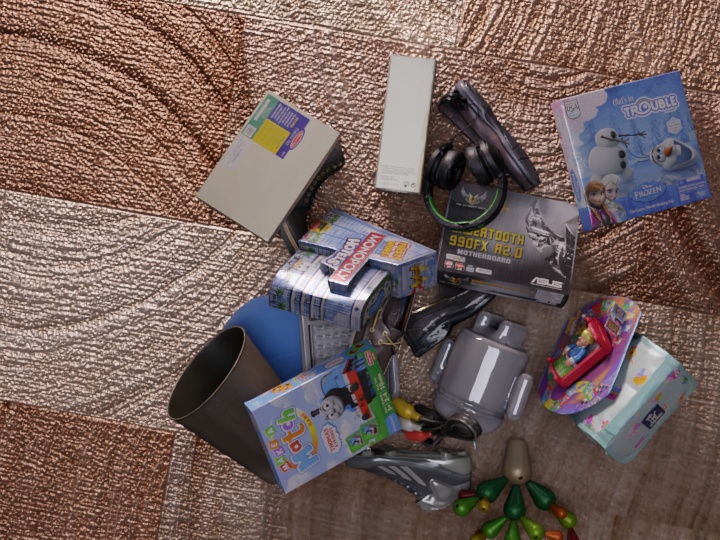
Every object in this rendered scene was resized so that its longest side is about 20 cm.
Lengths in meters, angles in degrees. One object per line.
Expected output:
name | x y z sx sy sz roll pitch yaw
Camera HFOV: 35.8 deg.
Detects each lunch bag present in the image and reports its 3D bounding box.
lunch bag | 0.392 0.184 1.627 0.122 0.200 0.170 42 93 1

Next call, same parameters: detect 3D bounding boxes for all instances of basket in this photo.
basket | -0.164 0.213 1.657 0.136 0.180 0.200 -21 122 38

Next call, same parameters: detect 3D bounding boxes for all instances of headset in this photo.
headset | 0.149 -0.159 1.633 0.123 0.094 0.200 -4 77 21

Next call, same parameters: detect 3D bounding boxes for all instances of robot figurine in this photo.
robot figurine | 0.181 0.164 1.682 0.170 0.113 0.200 25 94 39

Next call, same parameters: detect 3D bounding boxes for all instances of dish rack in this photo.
dish rack | -0.023 0.119 1.696 0.171 0.044 0.200 -6 92 -36

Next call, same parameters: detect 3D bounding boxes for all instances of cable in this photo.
cable | 0.110 0.239 1.645 0.050 0.200 0.097 -35 113 -23

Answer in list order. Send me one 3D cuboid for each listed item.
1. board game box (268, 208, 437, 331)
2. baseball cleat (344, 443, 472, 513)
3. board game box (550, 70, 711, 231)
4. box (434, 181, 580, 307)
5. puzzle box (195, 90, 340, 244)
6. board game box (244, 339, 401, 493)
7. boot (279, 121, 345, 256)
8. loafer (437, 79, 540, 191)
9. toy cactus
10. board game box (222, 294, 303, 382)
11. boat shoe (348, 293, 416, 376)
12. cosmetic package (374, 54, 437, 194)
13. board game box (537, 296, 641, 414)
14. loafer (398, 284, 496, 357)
board game box | 0.000 0.000 1.618 0.200 0.200 0.062 13 127 23
baseball cleat | 0.072 0.321 1.717 0.200 0.070 0.107 1 92 4
board game box | 0.405 -0.179 1.668 0.200 0.043 0.199 -16 91 -11
box | 0.220 -0.040 1.670 0.200 0.048 0.159 12 63 3
puzzle box | -0.137 -0.156 1.672 0.133 0.025 0.200 33 82 9
board game box | -0.051 0.211 1.615 0.200 0.037 0.151 -27 117 -16
boot | -0.072 -0.123 1.710 0.138 0.077 0.200 -18 92 -1
loafer | 0.195 -0.196 1.698 0.063 0.072 0.200 -38 83 22
toy cactus | 0.239 0.345 1.702 0.200 0.102 0.165 6 68 -2
board game box | -0.117 0.128 1.736 0.158 0.039 0.200 -17 101 6
boat shoe | 0.037 0.085 1.677 0.072 0.059 0.200 26 75 -35
cosmetic package | 0.068 -0.217 1.681 0.073 0.104 0.200 8 94 3
board game box | 0.320 0.113 1.632 0.039 0.158 0.200 37 67 -23
loafer | 0.144 0.046 1.703 0.200 0.073 0.072 -38 85 3
